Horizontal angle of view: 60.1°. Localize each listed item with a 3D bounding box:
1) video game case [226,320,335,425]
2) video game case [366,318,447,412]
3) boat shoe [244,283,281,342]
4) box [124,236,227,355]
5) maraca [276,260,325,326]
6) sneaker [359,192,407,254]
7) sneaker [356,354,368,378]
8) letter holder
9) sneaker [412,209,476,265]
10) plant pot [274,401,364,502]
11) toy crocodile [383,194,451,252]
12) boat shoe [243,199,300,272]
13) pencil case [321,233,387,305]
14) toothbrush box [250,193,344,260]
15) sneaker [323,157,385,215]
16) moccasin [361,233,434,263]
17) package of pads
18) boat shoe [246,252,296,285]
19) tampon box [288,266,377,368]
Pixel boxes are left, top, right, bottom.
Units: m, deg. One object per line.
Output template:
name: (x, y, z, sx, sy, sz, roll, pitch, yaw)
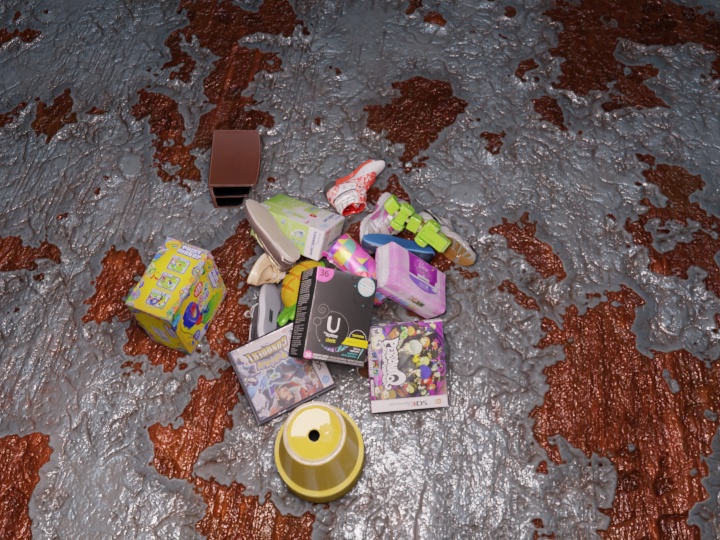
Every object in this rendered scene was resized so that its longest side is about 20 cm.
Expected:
video game case: (-0.182, 0.230, 1.443, 0.198, 0.025, 0.182, -25, 93, -13)
video game case: (0.105, 0.218, 1.431, 0.179, 0.036, 0.203, -4, 91, -3)
boat shoe: (-0.243, 0.111, 1.538, 0.068, 0.074, 0.201, -23, 47, 21)
box: (-0.434, 0.064, 1.494, 0.121, 0.201, 0.194, 18, 63, 11)
maraca: (-0.145, 0.054, 1.533, 0.107, 0.137, 0.201, 40, 46, -16)
sneaker: (0.067, -0.125, 1.647, 0.087, 0.082, 0.201, 10, 59, 35)
sneaker: (0.079, 0.194, 1.497, 0.198, 0.073, 0.085, -23, 27, -3)
letter holder: (-0.345, -0.289, 1.756, 0.140, 0.101, 0.202, -2, 60, -2)
sneaker: (0.232, -0.096, 1.645, 0.199, 0.076, 0.088, 38, 45, 9)
plant pot: (-0.091, 0.370, 1.317, 0.198, 0.190, 0.203, -1, 60, 2)
toy crocodile: (0.144, -0.119, 1.591, 0.199, 0.068, 0.062, 34, 29, 2)
boat shoe: (-0.228, -0.086, 1.526, 0.200, 0.060, 0.072, 50, 32, 12)
pencil case: (0.000, 0.000, 1.562, 0.200, 0.088, 0.088, 42, 68, 5)
toothbrush box: (-0.163, -0.116, 1.622, 0.198, 0.087, 0.146, 22, 25, 13)
sneaker: (0.005, -0.228, 1.731, 0.200, 0.067, 0.108, -30, 64, -11)
moccasin: (0.093, -0.040, 1.587, 0.198, 0.069, 0.081, 13, 30, -14)
package of pads: (0.121, 0.025, 1.516, 0.199, 0.075, 0.122, 29, 51, -34)
boat shoe: (-0.217, -0.005, 1.560, 0.069, 0.074, 0.200, 31, 26, 6)
tampon box: (-0.064, 0.107, 1.404, 0.148, 0.126, 0.203, 12, 80, -22)
